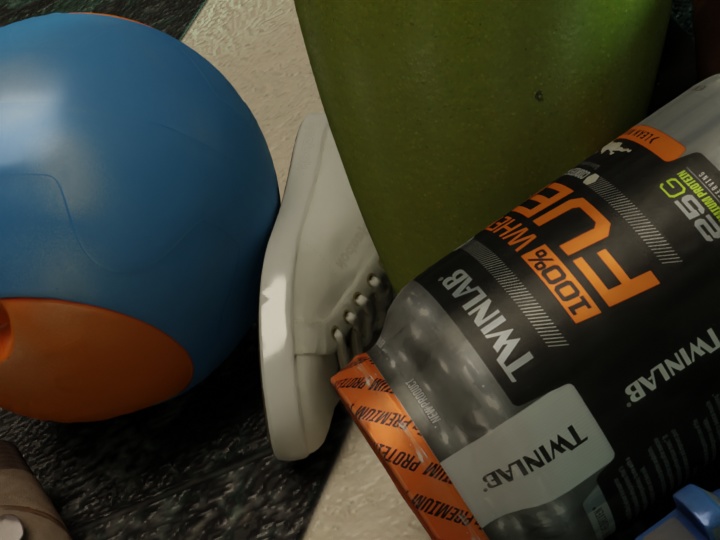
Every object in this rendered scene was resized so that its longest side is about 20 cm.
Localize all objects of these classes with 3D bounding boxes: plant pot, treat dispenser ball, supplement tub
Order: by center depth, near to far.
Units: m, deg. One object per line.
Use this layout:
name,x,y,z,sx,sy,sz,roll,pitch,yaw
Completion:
supplement tub,0.095,0.025,0.556,0.199,0.123,0.123,-35,35,-5
plant pot,0.056,-0.091,0.639,0.185,0.202,0.187,-4,13,1
treat dispenser ball,-0.139,-0.026,0.722,0.199,0.202,0.202,-20,36,15

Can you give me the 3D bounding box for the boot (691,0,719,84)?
boot,0.174,-0.183,0.653,0.068,0.202,0.189,-6,24,16

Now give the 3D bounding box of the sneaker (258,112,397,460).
sneaker,0.000,0.000,0.703,0.084,0.073,0.202,3,54,9

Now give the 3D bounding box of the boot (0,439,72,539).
boot,-0.225,0.161,0.675,0.199,0.070,0.147,-28,37,5

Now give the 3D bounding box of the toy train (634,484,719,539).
toy train,0.175,0.062,0.518,0.199,0.046,0.034,-35,35,-6

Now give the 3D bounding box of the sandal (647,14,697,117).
sandal,0.139,-0.141,0.792,0.074,0.045,0.201,-18,37,16
